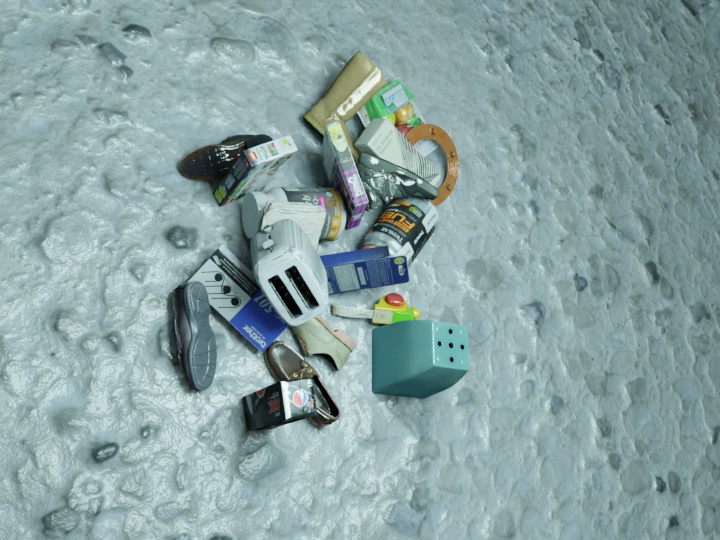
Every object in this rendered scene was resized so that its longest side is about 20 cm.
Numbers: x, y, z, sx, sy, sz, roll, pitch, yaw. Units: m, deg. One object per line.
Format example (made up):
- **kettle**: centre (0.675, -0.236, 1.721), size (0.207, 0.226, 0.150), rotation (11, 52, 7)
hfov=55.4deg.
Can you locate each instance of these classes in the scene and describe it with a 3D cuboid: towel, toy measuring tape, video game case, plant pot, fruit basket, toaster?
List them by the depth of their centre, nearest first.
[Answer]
- **toaster**: centre (-0.128, 0.013, 1.286), size (0.112, 0.130, 0.201), rotation (-25, 117, 6)
- **towel**: centre (-0.148, -0.044, 1.368), size (0.131, 0.202, 0.035), rotation (1, 30, -27)
- **plant pot**: centre (0.131, 0.176, 1.433), size (0.140, 0.200, 0.143), rotation (10, 68, -26)
- **video game case**: centre (-0.038, -0.198, 1.468), size (0.035, 0.200, 0.184), rotation (-18, 82, -9)
- **toy measuring tape**: centre (0.034, 0.081, 1.501), size (0.197, 0.074, 0.075), rotation (6, 69, -9)
- **fruit basket**: centre (0.093, -0.351, 1.660), size (0.185, 0.093, 0.201), rotation (-38, 97, -34)

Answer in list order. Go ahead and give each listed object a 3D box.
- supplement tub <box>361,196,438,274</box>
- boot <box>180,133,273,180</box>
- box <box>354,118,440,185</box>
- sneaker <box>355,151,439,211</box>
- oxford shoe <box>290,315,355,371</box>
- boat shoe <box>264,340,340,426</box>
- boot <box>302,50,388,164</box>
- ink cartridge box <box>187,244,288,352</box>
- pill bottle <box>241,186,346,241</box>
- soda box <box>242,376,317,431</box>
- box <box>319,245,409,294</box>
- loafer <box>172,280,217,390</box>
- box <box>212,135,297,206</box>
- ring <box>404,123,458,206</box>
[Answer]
- **supplement tub**: centre (0.083, -0.074, 1.538), size (0.122, 0.122, 0.201), rotation (43, 57, -10)
- **boot**: centre (-0.274, -0.237, 1.428), size (0.197, 0.097, 0.076), rotation (-15, 108, -7)
- **box**: centre (0.086, -0.250, 1.563), size (0.200, 0.068, 0.083), rotation (40, 80, -29)
- **sneaker**: centre (0.071, -0.173, 1.500), size (0.197, 0.076, 0.116), rotation (18, 104, -18)
- **oxford shoe**: centre (-0.102, 0.131, 1.392), size (0.199, 0.071, 0.074), rotation (33, 67, -14)
- **boat shoe**: centre (-0.110, 0.218, 1.356), size (0.201, 0.070, 0.070), rotation (51, 57, -4)
- **boot**: centre (-0.010, -0.367, 1.562), size (0.175, 0.066, 0.200), rotation (44, 89, -9)
- **ink cartridge box**: centre (-0.229, 0.054, 1.329), size (0.094, 0.044, 0.200), rotation (-43, 100, 9)
- **pill bottle**: centre (-0.138, -0.115, 1.426), size (0.198, 0.116, 0.118), rotation (-4, 75, -31)
- **soda box**: centre (-0.150, 0.244, 1.243), size (0.063, 0.200, 0.072), rotation (-2, 74, -31)
- **box**: centre (0.000, 0.000, 1.410), size (0.197, 0.122, 0.033), rotation (-7, 61, 4)
- **loafer**: centre (-0.315, 0.123, 1.283), size (0.072, 0.062, 0.203), rotation (3, 80, -59)
- **box**: centre (-0.212, -0.195, 1.360), size (0.109, 0.200, 0.035), rotation (-27, 87, -34)
- **ring**: centre (0.168, -0.255, 1.669), size (0.198, 0.019, 0.204), rotation (-5, 98, -33)
